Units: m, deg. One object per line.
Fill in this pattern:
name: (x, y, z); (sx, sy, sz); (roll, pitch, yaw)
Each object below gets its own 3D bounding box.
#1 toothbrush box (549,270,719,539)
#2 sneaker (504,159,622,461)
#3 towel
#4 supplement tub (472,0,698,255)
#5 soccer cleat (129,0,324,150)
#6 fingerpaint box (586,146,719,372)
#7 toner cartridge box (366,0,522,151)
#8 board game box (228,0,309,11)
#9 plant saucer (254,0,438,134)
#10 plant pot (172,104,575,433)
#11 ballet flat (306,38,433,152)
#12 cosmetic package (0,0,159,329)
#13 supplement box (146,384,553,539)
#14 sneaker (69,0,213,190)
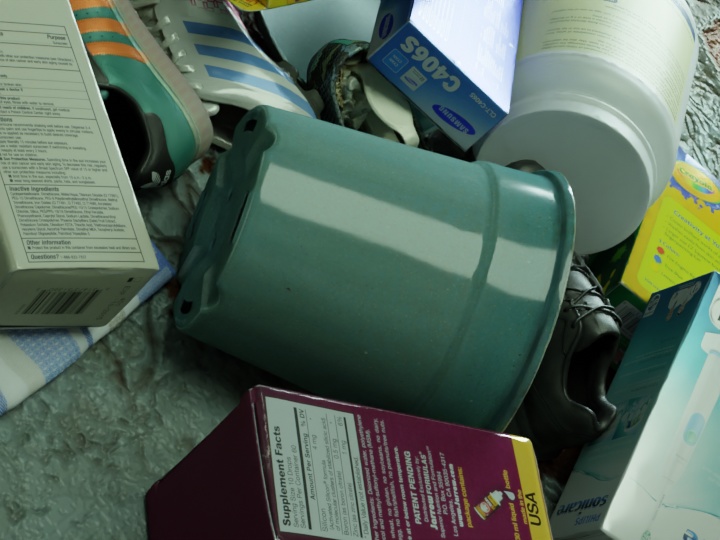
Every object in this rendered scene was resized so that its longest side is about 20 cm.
toothbrush box: (0.232, 0.126, 1.644); (0.146, 0.085, 0.200); (32, 67, -15)
sneaker: (0.133, 0.022, 1.652); (0.076, 0.091, 0.200); (-6, 83, -37)
towel: (-0.210, -0.007, 1.484); (0.147, 0.024, 0.200); (48, 42, 1)
supplement tub: (0.158, -0.118, 1.767); (0.145, 0.145, 0.200); (35, 38, -12)
soccer cleat: (-0.111, -0.141, 1.634); (0.200, 0.070, 0.086); (45, 53, 3)
fingerpaint box: (0.258, 0.032, 1.796); (0.200, 0.073, 0.167); (37, 43, -12)
toner cartridge box: (0.060, -0.168, 1.705); (0.095, 0.043, 0.200); (41, 26, -15)
board game box: (-0.026, -0.214, 1.645); (0.200, 0.030, 0.096); (-19, 42, -36)
plant saucer: (-0.006, -0.179, 1.756); (0.200, 0.036, 0.200); (19, 57, -32)
plant pot: (0.000, 0.000, 1.538); (0.196, 0.200, 0.200); (20, 48, -16)
ballet flat: (0.026, -0.064, 1.657); (0.074, 0.074, 0.200); (-33, 95, -48)
cosmetic package: (-0.203, -0.068, 1.465); (0.105, 0.071, 0.200); (1, 59, -39)
supplement box: (-0.004, 0.154, 1.447); (0.200, 0.131, 0.103); (12, 52, -31)
sneaker: (-0.180, -0.135, 1.571); (0.200, 0.071, 0.080); (48, 38, -1)
